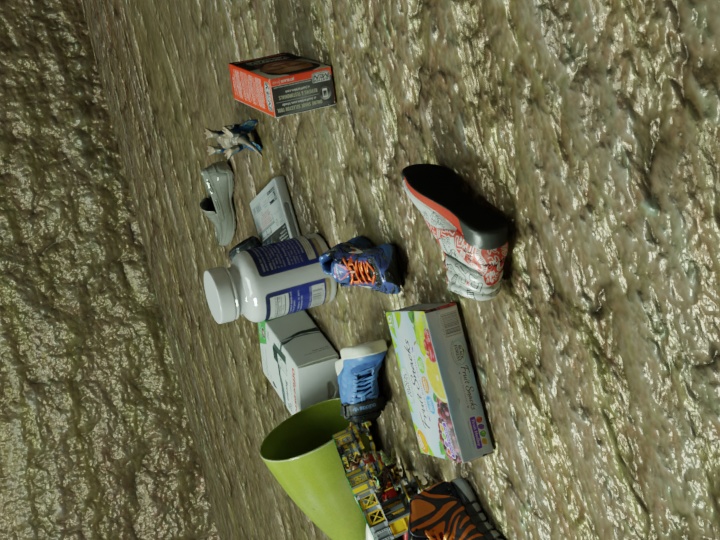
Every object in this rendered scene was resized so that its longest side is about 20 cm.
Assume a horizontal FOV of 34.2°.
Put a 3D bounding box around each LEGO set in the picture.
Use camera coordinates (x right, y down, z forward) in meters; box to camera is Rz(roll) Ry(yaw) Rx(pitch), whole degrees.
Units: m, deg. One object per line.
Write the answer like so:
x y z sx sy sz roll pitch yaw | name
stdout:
0.042 0.299 1.726 0.200 0.115 0.155 -127 13 -78 | LEGO set

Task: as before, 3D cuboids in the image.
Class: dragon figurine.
-0.215 -0.240 2.121 0.199 0.099 0.059 5 109 49 | dragon figurine

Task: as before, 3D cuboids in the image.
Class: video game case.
-0.147 -0.060 2.123 0.200 0.023 0.183 151 104 -69 | video game case

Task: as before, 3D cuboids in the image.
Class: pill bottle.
-0.150 0.018 1.921 0.120 0.199 0.121 165 90 -70 | pill bottle

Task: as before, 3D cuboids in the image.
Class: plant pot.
-0.042 0.345 1.941 0.201 0.186 0.187 65 163 -15 | plant pot

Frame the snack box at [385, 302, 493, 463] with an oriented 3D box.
0.102 0.145 1.544 0.142 0.053 0.202 172 84 -72 | snack box

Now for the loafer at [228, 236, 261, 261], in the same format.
-0.210 -0.015 2.248 0.071 0.068 0.201 57 171 8 | loafer

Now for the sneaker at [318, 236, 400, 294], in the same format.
0.000 0.000 1.680 0.200 0.078 0.076 -166 62 -68 | sneaker

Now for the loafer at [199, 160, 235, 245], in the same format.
-0.297 -0.134 2.407 0.070 0.069 0.201 -127 29 -46 | loafer

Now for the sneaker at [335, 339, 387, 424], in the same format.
0.007 0.175 1.784 0.200 0.076 0.112 128 131 -71 | sneaker

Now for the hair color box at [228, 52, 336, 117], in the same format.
-0.121 -0.284 1.775 0.200 0.101 0.062 -146 45 -60 | hair color box

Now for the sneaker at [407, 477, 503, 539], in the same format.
0.126 0.373 1.556 0.200 0.111 0.078 -125 27 -44 | sneaker

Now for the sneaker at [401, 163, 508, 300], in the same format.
0.104 -0.043 1.381 0.201 0.067 0.109 46 143 50 | sneaker

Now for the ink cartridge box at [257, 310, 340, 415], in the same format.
-0.109 0.167 2.092 0.200 0.082 0.148 -133 33 -51 | ink cartridge box

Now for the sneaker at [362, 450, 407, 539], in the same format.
0.046 0.379 1.865 0.085 0.077 0.201 15 125 55 | sneaker
